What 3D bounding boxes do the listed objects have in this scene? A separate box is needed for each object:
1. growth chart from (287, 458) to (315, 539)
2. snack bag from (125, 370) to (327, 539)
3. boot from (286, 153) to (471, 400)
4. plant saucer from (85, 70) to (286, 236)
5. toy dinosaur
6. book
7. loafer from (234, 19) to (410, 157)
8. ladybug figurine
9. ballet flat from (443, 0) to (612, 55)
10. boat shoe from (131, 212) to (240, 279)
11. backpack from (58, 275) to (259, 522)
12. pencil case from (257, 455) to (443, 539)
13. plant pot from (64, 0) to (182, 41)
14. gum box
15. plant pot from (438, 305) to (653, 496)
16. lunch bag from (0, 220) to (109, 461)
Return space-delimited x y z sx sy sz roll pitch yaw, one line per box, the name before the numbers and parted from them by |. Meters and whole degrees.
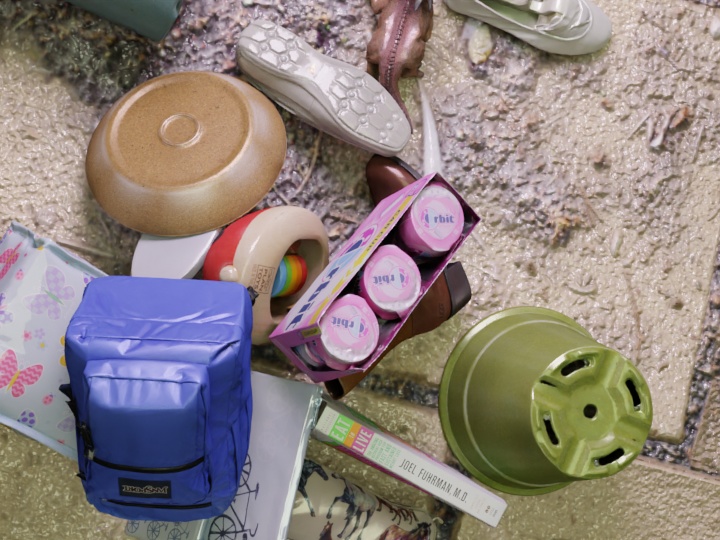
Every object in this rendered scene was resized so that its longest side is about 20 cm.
growth chart | -0.092 0.253 1.220 0.144 0.018 0.201 -35 94 -11
snack bag | -0.134 0.184 1.149 0.199 0.021 0.190 10 84 35
boot | 0.000 0.000 1.197 0.199 0.068 0.190 -31 106 -33
plant saucer | -0.171 -0.125 1.161 0.198 0.036 0.202 -2 58 3
toy dinosaur | 0.042 -0.246 1.209 0.085 0.135 0.202 8 86 -10
book | 0.036 0.187 1.188 0.199 0.134 0.048 30 84 -8
loafer | -0.039 -0.178 1.218 0.199 0.070 0.070 36 68 2
ladybug figurine | -0.093 0.000 1.155 0.071 0.200 0.137 17 93 19
ballet flat | 0.182 -0.279 1.274 0.198 0.069 0.070 16 84 -10
boat shoe | -0.154 -0.045 1.173 0.071 0.066 0.201 10 57 19
backpack | -0.178 0.127 1.040 0.161 0.168 0.202 6 124 3
pencil case | -0.021 0.238 1.188 0.199 0.078 0.090 27 92 -10
plant pot | -0.242 -0.328 1.139 0.195 0.200 0.202 27 83 -16
gum box | 0.010 0.012 1.102 0.066 0.113 0.200 44 66 -11
plant pot | 0.195 0.133 1.194 0.198 0.190 0.202 1 87 -10
lunch bag | -0.279 0.079 1.138 0.199 0.127 0.171 34 81 -34
